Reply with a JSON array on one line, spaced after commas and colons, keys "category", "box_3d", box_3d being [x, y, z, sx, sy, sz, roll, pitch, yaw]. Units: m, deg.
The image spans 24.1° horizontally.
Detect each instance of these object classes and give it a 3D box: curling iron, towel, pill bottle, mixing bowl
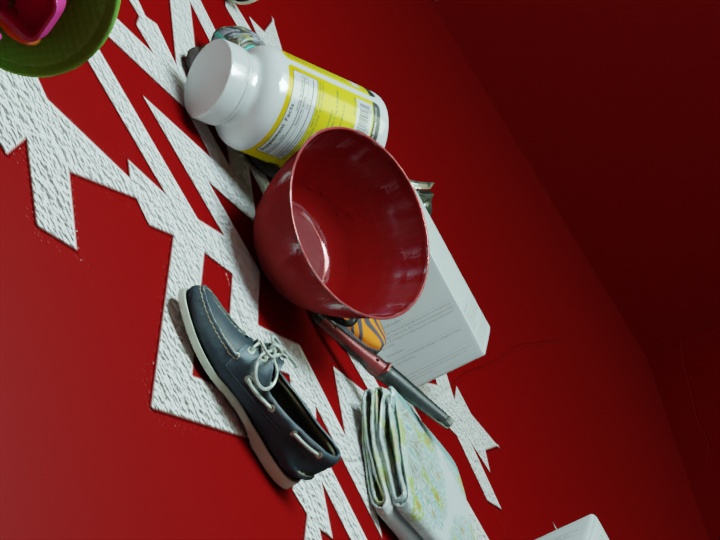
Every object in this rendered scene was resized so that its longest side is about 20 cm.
[{"category": "curling iron", "box_3d": [0.025, 0.095, 1.786, 0.200, 0.050, 0.026, 45, -8, -1]}, {"category": "towel", "box_3d": [0.063, 0.235, 1.765, 0.200, 0.048, 0.171, 52, 20, -39]}, {"category": "pill bottle", "box_3d": [-0.078, -0.165, 1.747, 0.200, 0.112, 0.113, 21, 38, -35]}, {"category": "mixing bowl", "box_3d": [-0.035, -0.034, 1.700, 0.200, 0.108, 0.201, 21, 60, -42]}]

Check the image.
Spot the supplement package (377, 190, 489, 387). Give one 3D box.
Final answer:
[{"category": "supplement package", "box_3d": [0.054, 0.022, 1.978, 0.200, 0.117, 0.117, 62, 14, -9]}]

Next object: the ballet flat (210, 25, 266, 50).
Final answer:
[{"category": "ballet flat", "box_3d": [-0.116, -0.224, 1.921, 0.200, 0.072, 0.072, 45, 22, -61]}]

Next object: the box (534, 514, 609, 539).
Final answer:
[{"category": "box", "box_3d": [0.175, 0.370, 1.597, 0.199, 0.200, 0.131, 63, 15, 0]}]

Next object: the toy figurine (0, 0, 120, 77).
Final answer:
[{"category": "toy figurine", "box_3d": [-0.288, -0.209, 1.161, 0.200, 0.150, 0.184, 41, 24, 2]}]

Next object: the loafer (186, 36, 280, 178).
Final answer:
[{"category": "loafer", "box_3d": [-0.110, -0.174, 1.828, 0.200, 0.071, 0.073, 50, 19, -44]}]

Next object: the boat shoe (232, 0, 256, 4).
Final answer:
[{"category": "boat shoe", "box_3d": [-0.167, -0.428, 2.085, 0.063, 0.073, 0.202, 51, 21, -68]}]

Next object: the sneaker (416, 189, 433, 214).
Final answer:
[{"category": "sneaker", "box_3d": [0.057, -0.027, 2.090, 0.200, 0.114, 0.076, 64, 15, -6]}]

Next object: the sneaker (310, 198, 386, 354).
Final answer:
[{"category": "sneaker", "box_3d": [0.000, 0.000, 1.822, 0.200, 0.112, 0.078, 56, 16, -29]}]

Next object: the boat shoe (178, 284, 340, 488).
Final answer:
[{"category": "boat shoe", "box_3d": [-0.086, 0.093, 1.435, 0.200, 0.062, 0.075, 61, 16, -8]}]

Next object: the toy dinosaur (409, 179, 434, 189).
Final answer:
[{"category": "toy dinosaur", "box_3d": [-0.023, -0.101, 1.925, 0.200, 0.088, 0.047, 23, -16, 25]}]
